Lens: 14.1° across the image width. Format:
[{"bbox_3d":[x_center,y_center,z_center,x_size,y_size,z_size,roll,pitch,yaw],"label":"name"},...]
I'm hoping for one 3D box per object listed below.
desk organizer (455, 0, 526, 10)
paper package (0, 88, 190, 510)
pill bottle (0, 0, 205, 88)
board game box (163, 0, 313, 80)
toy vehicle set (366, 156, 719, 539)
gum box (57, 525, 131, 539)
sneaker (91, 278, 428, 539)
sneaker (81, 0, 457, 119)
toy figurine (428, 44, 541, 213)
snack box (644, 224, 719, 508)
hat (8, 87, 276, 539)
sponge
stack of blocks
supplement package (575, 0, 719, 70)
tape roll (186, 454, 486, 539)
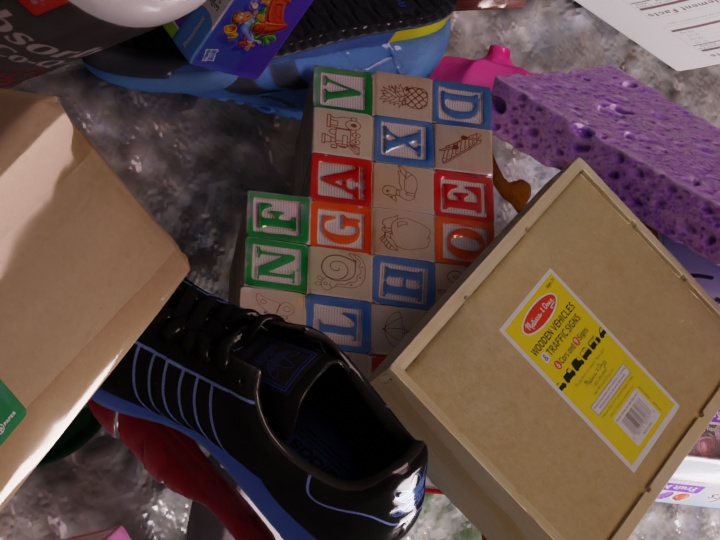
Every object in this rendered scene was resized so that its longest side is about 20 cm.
[{"bbox_3d":[0.005,-0.177,1.451,0.200,0.077,0.072,-5,54,-32],"label":"desk organizer"},{"bbox_3d":[-0.192,0.026,1.111,0.200,0.191,0.103,-51,121,-18],"label":"paper package"},{"bbox_3d":[-0.122,-0.149,1.218,0.116,0.200,0.116,11,73,-38],"label":"pill bottle"},{"bbox_3d":[-0.038,-0.205,1.295,0.045,0.200,0.134,10,35,-46],"label":"board game box"},{"bbox_3d":[0.091,0.044,1.263,0.124,0.027,0.200,47,40,-2],"label":"toy vehicle set"},{"bbox_3d":[-0.144,0.179,1.162,0.066,0.200,0.114,-42,107,-41],"label":"gum box"},{"bbox_3d":[-0.054,0.037,1.176,0.200,0.078,0.070,37,54,9],"label":"sneaker"},{"bbox_3d":[-0.046,-0.098,1.395,0.200,0.078,0.066,-9,48,-31],"label":"sneaker"},{"bbox_3d":[0.063,-0.017,1.484,0.200,0.150,0.184,-28,91,-20],"label":"toy figurine"},{"bbox_3d":[0.189,0.044,1.405,0.200,0.053,0.142,8,56,-31],"label":"snack box"},{"bbox_3d":[-0.096,0.007,1.245,0.166,0.176,0.200,-47,118,-38],"label":"hat"},{"bbox_3d":[0.164,-0.040,1.382,0.112,0.200,0.030,-9,125,-54],"label":"sponge"},{"bbox_3d":[0.000,0.000,1.319,0.115,0.059,0.200,7,49,-7],"label":"stack of blocks"},{"bbox_3d":[0.166,-0.205,1.602,0.200,0.109,0.114,30,64,-40],"label":"supplement package"},{"bbox_3d":[0.021,0.135,1.370,0.200,0.066,0.200,-1,94,-19],"label":"tape roll"}]
